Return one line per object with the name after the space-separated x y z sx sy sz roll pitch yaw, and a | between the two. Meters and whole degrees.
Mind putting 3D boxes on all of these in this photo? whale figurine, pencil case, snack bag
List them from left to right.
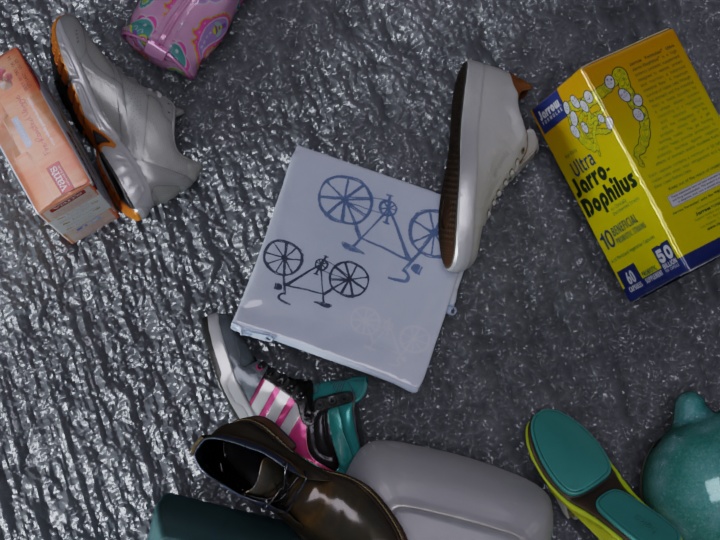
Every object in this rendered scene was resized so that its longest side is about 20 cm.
-0.137 -0.276 1.685 0.087 0.087 0.201 32 86 3 | pencil case
0.000 0.000 1.659 0.187 0.021 0.202 19 65 0 | snack bag
0.341 0.167 1.628 0.200 0.104 0.159 -41 85 -7 | whale figurine

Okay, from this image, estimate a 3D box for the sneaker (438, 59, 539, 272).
0.121 -0.091 1.661 0.084 0.073 0.202 12 73 -11 | sneaker

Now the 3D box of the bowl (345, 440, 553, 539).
0.065 0.266 1.603 0.198 0.075 0.202 16 98 -9 | bowl

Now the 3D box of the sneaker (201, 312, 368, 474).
-0.053 0.110 1.643 0.120 0.084 0.201 -27 92 2 | sneaker

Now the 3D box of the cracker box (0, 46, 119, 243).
-0.275 -0.105 1.608 0.057 0.200 0.135 -29 85 -3 | cracker box

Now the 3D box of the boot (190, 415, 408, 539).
-0.055 0.195 1.539 0.199 0.097 0.075 33 103 23 | boot

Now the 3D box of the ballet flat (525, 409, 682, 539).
0.210 0.208 1.628 0.066 0.067 0.200 -24 48 -24 | ballet flat

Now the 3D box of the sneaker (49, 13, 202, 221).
-0.216 -0.150 1.686 0.091 0.076 0.201 -26 87 -17 | sneaker

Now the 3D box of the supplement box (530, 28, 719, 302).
0.259 -0.093 1.638 0.109 0.109 0.201 -24 84 -26 | supplement box

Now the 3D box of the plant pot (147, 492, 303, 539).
-0.129 0.276 1.569 0.140 0.200 0.143 13 84 2 | plant pot
